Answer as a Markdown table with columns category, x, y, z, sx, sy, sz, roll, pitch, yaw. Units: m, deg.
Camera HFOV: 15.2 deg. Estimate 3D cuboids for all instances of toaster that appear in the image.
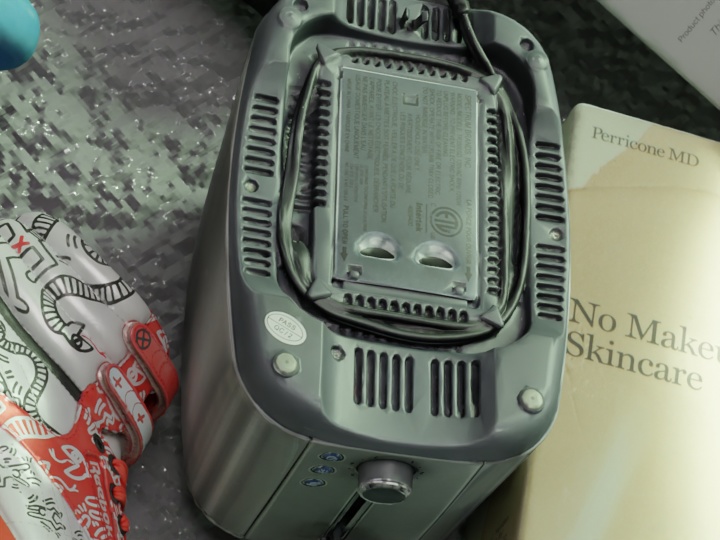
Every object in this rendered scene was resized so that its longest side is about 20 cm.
| category | x | y | z | sx | sy | sz | roll | pitch | yaw |
| --- | --- | --- | --- | --- | --- | --- | --- | --- | --- |
| toaster | 0.000 | 0.000 | 0.895 | 0.113 | 0.129 | 0.201 | 8 | 59 | -13 |

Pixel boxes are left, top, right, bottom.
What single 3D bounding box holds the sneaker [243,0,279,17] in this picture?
| category | x | y | z | sx | sy | sz | roll | pitch | yaw |
| --- | --- | --- | --- | --- | --- | --- | --- | --- | --- |
| sneaker | -0.085 | -0.149 | 1.000 | 0.111 | 0.073 | 0.201 | -15 | 57 | -21 |

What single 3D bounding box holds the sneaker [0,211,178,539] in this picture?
| category | x | y | z | sx | sy | sz | roll | pitch | yaw |
| --- | --- | --- | --- | --- | --- | --- | --- | --- | --- |
| sneaker | -0.091 | 0.073 | 0.861 | 0.108 | 0.067 | 0.202 | -24 | 74 | -36 |

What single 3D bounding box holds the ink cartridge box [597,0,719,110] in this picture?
| category | x | y | z | sx | sy | sz | roll | pitch | yaw |
| --- | --- | --- | --- | --- | --- | --- | --- | --- | --- |
| ink cartridge box | 0.122 | -0.143 | 1.011 | 0.200 | 0.083 | 0.147 | 43 | 21 | 11 |

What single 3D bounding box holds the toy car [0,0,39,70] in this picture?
| category | x | y | z | sx | sy | sz | roll | pitch | yaw |
| --- | --- | --- | --- | --- | --- | --- | --- | --- | --- |
| toy car | -0.187 | -0.072 | 0.881 | 0.200 | 0.174 | 0.151 | -39 | 111 | -32 |

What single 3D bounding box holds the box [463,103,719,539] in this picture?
| category | x | y | z | sx | sy | sz | roll | pitch | yaw |
| --- | --- | --- | --- | --- | --- | --- | --- | --- | --- |
| box | 0.092 | 0.053 | 0.923 | 0.094 | 0.078 | 0.201 | 14 | 57 | -9 |
